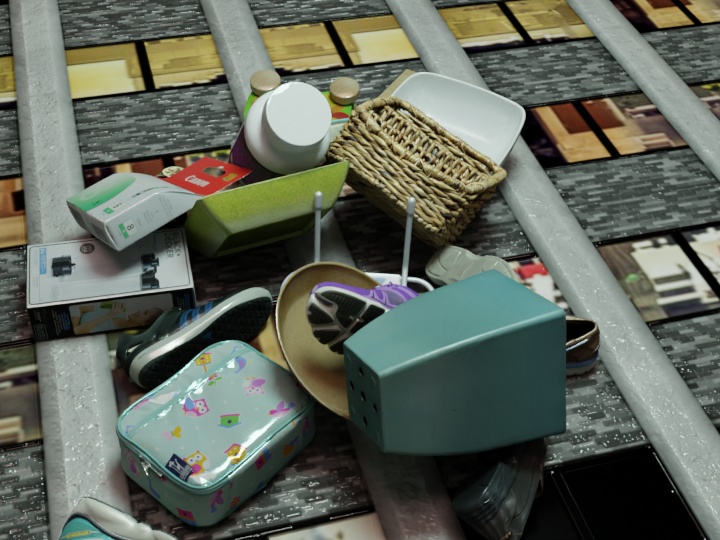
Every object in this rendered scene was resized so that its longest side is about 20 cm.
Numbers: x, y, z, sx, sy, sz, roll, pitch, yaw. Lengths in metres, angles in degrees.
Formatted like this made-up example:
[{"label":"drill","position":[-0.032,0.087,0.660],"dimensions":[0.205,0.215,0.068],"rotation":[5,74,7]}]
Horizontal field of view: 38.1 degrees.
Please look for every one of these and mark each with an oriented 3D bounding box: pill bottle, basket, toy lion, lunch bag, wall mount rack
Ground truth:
[{"label":"pill bottle","position":[-0.101,-0.164,1.337],"dimensions":[0.111,0.200,0.112],"rotation":[4,75,-16]},{"label":"basket","position":[0.072,-0.144,1.355],"dimensions":[0.200,0.143,0.149],"rotation":[38,86,15]},{"label":"toy lion","position":[-0.081,-0.208,1.559],"dimensions":[0.198,0.069,0.193],"rotation":[7,50,4]},{"label":"lunch bag","position":[-0.159,0.169,1.126],"dimensions":[0.160,0.077,0.200],"rotation":[32,48,27]},{"label":"wall mount rack","position":[0.000,0.000,1.279],"dimensions":[0.198,0.075,0.175],"rotation":[4,77,1]}]

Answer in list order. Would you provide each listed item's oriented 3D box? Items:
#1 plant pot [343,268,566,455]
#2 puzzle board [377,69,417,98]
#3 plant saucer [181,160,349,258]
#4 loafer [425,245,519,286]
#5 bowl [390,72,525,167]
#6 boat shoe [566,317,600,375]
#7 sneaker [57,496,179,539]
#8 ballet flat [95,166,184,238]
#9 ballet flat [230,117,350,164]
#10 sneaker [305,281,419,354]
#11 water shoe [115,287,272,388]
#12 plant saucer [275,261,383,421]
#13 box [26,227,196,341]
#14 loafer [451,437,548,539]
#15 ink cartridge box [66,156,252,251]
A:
[{"label":"plant pot","position":[0.090,0.104,1.081],"dimensions":[0.199,0.142,0.141],"rotation":[-13,23,-21]},{"label":"puzzle board","position":[0.123,-0.240,1.626],"dimensions":[0.199,0.017,0.151],"rotation":[25,48,18]},{"label":"plant saucer","position":[-0.122,-0.069,1.339],"dimensions":[0.199,0.200,0.048],"rotation":[-16,83,-19]},{"label":"loafer","position":[0.149,0.022,1.264],"dimensions":[0.072,0.063,0.200],"rotation":[-47,27,-4]},{"label":"bowl","position":[0.121,-0.185,1.512],"dimensions":[0.199,0.075,0.200],"rotation":[23,56,16]},{"label":"boat shoe","position":[0.188,0.084,1.242],"dimensions":[0.198,0.073,0.073],"rotation":[-7,44,-10]},{"label":"sneaker","position":[-0.208,0.293,1.011],"dimensions":[0.199,0.078,0.080],"rotation":[17,64,21]},{"label":"ballet flat","position":[-0.292,-0.088,1.419],"dimensions":[0.067,0.047,0.200],"rotation":[21,46,20]},{"label":"ballet flat","position":[-0.083,-0.172,1.479],"dimensions":[0.198,0.067,0.063],"rotation":[-8,85,-1]},{"label":"sneaker","position":[0.016,0.049,1.159],"dimensions":[0.199,0.081,0.084],"rotation":[18,35,-40]},{"label":"water shoe","position":[-0.198,0.062,1.245],"dimensions":[0.199,0.072,0.079],"rotation":[-29,49,-30]},{"label":"plant saucer","position":[-0.017,0.085,1.169],"dimensions":[0.199,0.035,0.201],"rotation":[22,49,-27]},{"label":"box","position":[-0.308,0.015,1.297],"dimensions":[0.198,0.060,0.117],"rotation":[-6,44,-10]},{"label":"loafer","position":[0.164,0.217,1.116],"dimensions":[0.072,0.073,0.200],"rotation":[52,43,-6]},{"label":"ink cartridge box","position":[-0.258,-0.106,1.326],"dimensions":[0.199,0.050,0.161],"rotation":[-35,28,-20]}]
